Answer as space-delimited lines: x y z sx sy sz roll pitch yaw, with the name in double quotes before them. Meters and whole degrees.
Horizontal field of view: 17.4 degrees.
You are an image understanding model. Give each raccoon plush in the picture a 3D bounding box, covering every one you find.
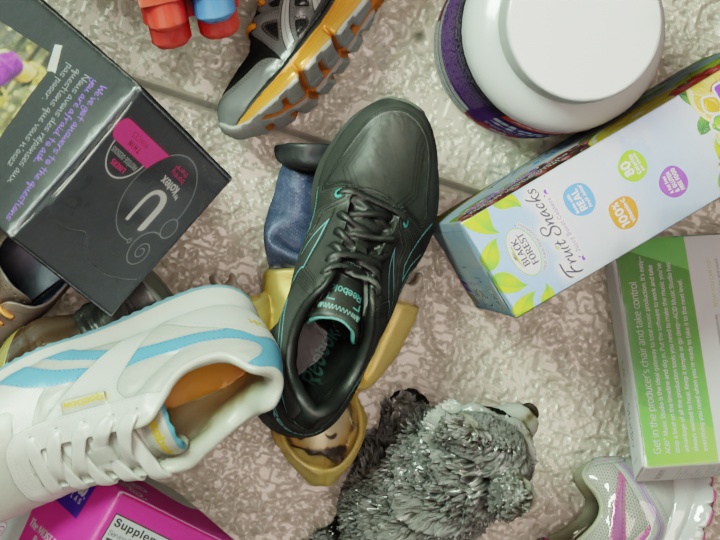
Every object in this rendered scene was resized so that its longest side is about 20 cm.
"raccoon plush" 0.032 0.153 1.344 0.097 0.134 0.200 30 89 -8

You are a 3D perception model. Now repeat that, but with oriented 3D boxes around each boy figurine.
"boy figurine" -0.028 0.026 1.370 0.124 0.064 0.200 6 89 -9

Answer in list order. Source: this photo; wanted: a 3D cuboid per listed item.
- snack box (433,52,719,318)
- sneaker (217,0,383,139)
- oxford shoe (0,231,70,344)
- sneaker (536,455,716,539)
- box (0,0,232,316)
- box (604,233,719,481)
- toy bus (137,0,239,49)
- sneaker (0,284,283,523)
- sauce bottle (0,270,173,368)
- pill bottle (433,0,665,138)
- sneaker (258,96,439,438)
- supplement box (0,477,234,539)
"snack box" 0.144 -0.051 1.330 0.200 0.169 0.068 -30 93 -2
"sneaker" -0.028 -0.165 1.361 0.077 0.078 0.200 33 85 7
"oxford shoe" -0.218 0.018 1.343 0.071 0.073 0.200 45 88 -6
"sneaker" 0.136 0.197 1.391 0.088 0.081 0.200 20 82 -5
"box" -0.186 -0.088 1.274 0.106 0.122 0.200 -48 60 -2
"box" 0.250 0.047 1.387 0.200 0.036 0.144 -2 68 -7
"toy bus" -0.132 -0.206 1.251 0.200 0.136 0.192 -8 112 -4
"sneaker" -0.136 0.079 1.257 0.200 0.081 0.077 -29 124 -5
"sauce bottle" -0.188 0.071 1.320 0.200 0.065 0.065 -37 96 8
"pill bottle" 0.106 -0.131 1.306 0.111 0.200 0.112 0 92 -5
"sneaker" 0.000 0.000 1.303 0.075 0.079 0.200 18 87 -8
"supplement box" -0.168 0.209 1.329 0.103 0.101 0.200 33 88 -34
